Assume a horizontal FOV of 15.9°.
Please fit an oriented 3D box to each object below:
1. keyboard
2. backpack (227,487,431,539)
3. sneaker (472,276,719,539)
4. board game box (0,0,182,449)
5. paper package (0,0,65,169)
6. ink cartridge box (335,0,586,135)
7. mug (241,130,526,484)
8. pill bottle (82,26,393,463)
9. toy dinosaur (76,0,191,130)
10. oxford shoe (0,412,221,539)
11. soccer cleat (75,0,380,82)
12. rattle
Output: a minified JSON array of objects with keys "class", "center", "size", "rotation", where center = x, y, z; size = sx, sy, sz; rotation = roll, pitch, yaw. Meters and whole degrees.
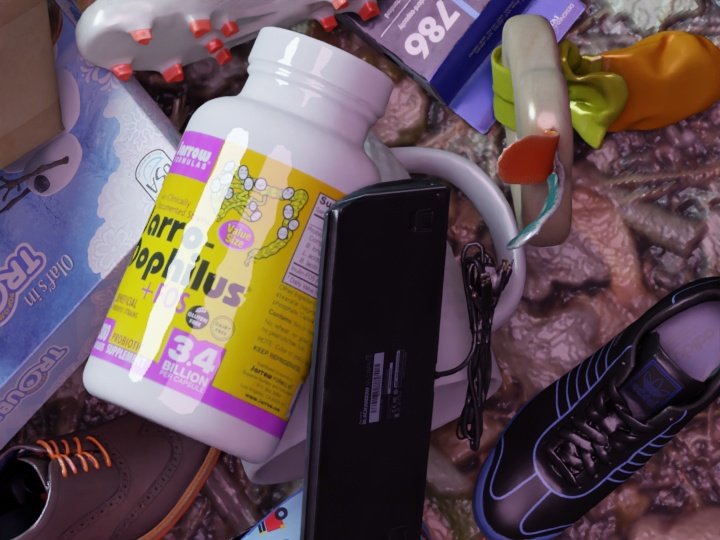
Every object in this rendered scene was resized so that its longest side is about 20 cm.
[{"class":"keyboard","center":[0.022,0.053,1.286],"size":[0.126,0.021,0.202],"rotation":[-7,109,-39]},{"class":"backpack","center":[-0.027,0.214,1.365],"size":[0.200,0.183,0.135],"rotation":[-41,53,-4]},{"class":"sneaker","center":[0.139,0.076,1.420],"size":[0.070,0.078,0.200],"rotation":[45,89,3]},{"class":"board game box","center":[-0.195,-0.036,1.393],"size":[0.200,0.043,0.199],"rotation":[-46,59,8]},{"class":"paper package","center":[-0.280,-0.095,1.309],"size":[0.190,0.200,0.104],"rotation":[14,125,31]},{"class":"ink cartridge box","center":[0.023,-0.177,1.456],"size":[0.200,0.039,0.100],"rotation":[38,88,2]},{"class":"mug","center":[0.000,0.000,1.405],"size":[0.199,0.148,0.176],"rotation":[-15,76,-26]},{"class":"pill bottle","center":[-0.054,-0.014,1.275],"size":[0.104,0.104,0.201],"rotation":[22,85,2]},{"class":"toy dinosaur","center":[-0.153,-0.098,1.457],"size":[0.100,0.058,0.201],"rotation":[11,81,17]},{"class":"oxford shoe","center":[-0.152,0.118,1.395],"size":[0.071,0.073,0.200],"rotation":[35,56,28]},{"class":"soccer cleat","center":[-0.071,-0.156,1.382],"size":[0.199,0.069,0.078],"rotation":[-18,72,-31]},{"class":"rattle","center":[0.136,-0.069,1.366],"size":[0.142,0.200,0.131],"rotation":[11,95,-4]}]
